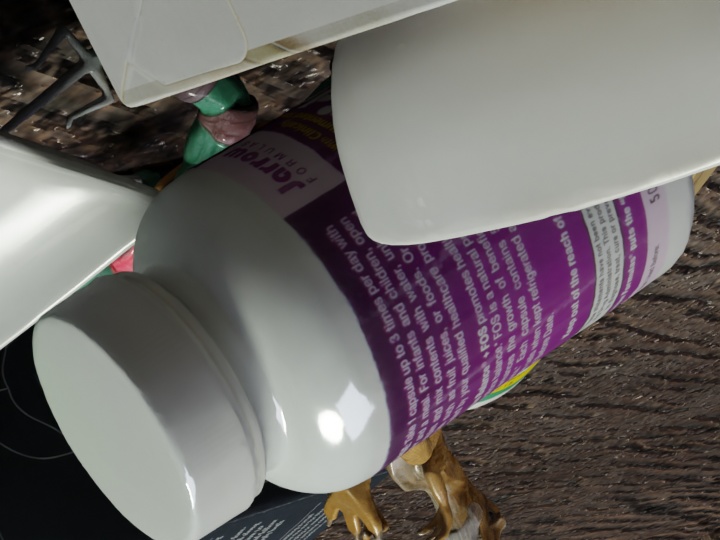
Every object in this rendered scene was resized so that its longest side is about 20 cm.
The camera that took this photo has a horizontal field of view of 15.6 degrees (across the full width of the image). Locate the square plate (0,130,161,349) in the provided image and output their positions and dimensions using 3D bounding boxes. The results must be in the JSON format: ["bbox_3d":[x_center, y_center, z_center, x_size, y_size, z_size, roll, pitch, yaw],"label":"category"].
[{"bbox_3d":[-0.194,-0.005,0.828,0.200,0.029,0.198,-36,142,29],"label":"square plate"}]

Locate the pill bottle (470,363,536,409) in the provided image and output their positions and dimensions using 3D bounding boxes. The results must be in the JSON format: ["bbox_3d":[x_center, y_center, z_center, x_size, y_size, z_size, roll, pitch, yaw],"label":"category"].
[{"bbox_3d":[0.056,-0.027,1.095,0.112,0.113,0.200,-20,162,-25],"label":"pill bottle"}]

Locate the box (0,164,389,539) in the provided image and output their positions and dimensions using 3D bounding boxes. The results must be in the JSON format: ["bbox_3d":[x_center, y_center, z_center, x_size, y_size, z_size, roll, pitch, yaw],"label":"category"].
[{"bbox_3d":[-0.115,0.057,1.020,0.200,0.149,0.107,-13,159,-39],"label":"box"}]

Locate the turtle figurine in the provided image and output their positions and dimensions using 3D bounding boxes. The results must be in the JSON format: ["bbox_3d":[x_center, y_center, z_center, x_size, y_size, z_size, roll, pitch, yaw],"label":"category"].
[{"bbox_3d":[-0.046,-0.037,0.940,0.200,0.101,0.150,-26,165,-24],"label":"turtle figurine"}]

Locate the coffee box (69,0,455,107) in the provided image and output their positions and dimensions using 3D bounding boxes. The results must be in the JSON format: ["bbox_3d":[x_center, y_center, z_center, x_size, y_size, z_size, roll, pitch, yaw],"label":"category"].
[{"bbox_3d":[0.024,-0.125,0.617,0.114,0.080,0.200,-12,-159,44],"label":"coffee box"}]

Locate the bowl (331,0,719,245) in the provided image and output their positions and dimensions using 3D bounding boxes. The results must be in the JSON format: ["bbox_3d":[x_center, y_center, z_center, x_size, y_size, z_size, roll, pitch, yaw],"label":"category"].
[{"bbox_3d":[0.088,-0.101,0.724,0.200,0.075,0.200,-17,-157,40],"label":"bowl"}]

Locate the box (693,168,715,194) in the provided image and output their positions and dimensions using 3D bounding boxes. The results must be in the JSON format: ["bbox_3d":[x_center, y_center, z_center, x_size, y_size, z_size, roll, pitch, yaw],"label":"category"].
[{"bbox_3d":[0.175,-0.100,1.104,0.164,0.021,0.200,-51,172,-21],"label":"box"}]

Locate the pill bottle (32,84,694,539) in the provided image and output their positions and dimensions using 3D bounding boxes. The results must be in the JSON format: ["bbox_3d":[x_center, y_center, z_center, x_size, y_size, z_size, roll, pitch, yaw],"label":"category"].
[{"bbox_3d":[0.000,0.000,0.831,0.200,0.112,0.112,-33,168,-26],"label":"pill bottle"}]

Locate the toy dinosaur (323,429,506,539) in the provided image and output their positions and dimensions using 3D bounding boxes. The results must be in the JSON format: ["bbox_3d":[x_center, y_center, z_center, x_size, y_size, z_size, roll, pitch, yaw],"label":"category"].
[{"bbox_3d":[0.010,0.038,0.981,0.106,0.060,0.201,-43,138,-37],"label":"toy dinosaur"}]
